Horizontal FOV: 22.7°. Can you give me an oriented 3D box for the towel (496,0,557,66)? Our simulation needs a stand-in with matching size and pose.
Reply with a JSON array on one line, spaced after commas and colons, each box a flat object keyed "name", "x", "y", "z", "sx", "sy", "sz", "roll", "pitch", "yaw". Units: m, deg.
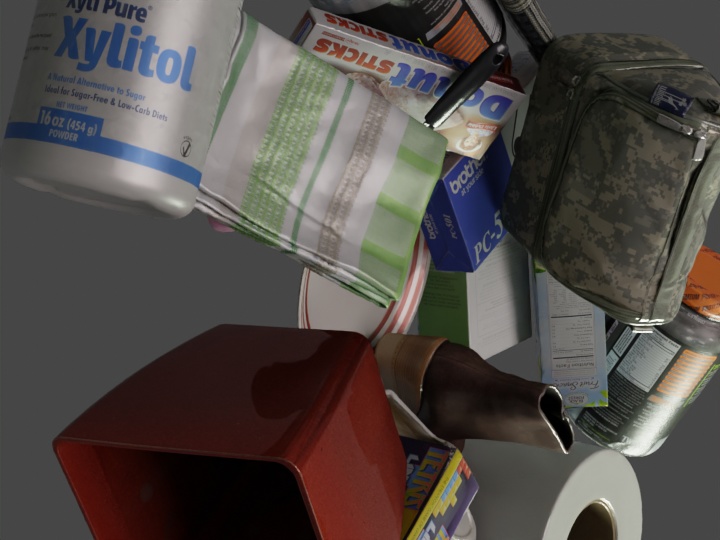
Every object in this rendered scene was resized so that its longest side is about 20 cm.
[{"name": "towel", "x": 0.113, "y": -0.251, "z": 1.478, "sx": 0.034, "sy": 0.201, "sz": 0.193, "roll": -34, "pitch": 138, "yaw": 7}]

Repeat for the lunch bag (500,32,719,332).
[{"name": "lunch bag", "x": 0.216, "y": -0.074, "z": 1.418, "sx": 0.138, "sy": 0.168, "sz": 0.201, "roll": -3, "pitch": 122, "yaw": -30}]

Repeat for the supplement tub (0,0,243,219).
[{"name": "supplement tub", "x": -0.150, "y": -0.143, "z": 1.163, "sx": 0.132, "sy": 0.131, "sz": 0.202, "roll": 18, "pitch": 83, "yaw": -54}]

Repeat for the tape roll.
[{"name": "tape roll", "x": 0.156, "y": 0.252, "z": 1.671, "sx": 0.202, "sy": 0.138, "sz": 0.204, "roll": -17, "pitch": 111, "yaw": -51}]

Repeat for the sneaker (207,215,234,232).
[{"name": "sneaker", "x": -0.031, "y": -0.084, "z": 1.374, "sx": 0.200, "sy": 0.095, "sz": 0.079, "roll": -41, "pitch": 126, "yaw": -43}]

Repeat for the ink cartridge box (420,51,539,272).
[{"name": "ink cartridge box", "x": 0.115, "y": -0.095, "z": 1.518, "sx": 0.200, "sy": 0.044, "sz": 0.094, "roll": -48, "pitch": 129, "yaw": -38}]

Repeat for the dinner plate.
[{"name": "dinner plate", "x": 0.000, "y": 0.000, "z": 1.479, "sx": 0.200, "sy": 0.024, "sz": 0.201, "roll": -36, "pitch": 134, "yaw": -48}]

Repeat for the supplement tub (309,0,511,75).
[{"name": "supplement tub", "x": 0.039, "y": -0.208, "z": 1.417, "sx": 0.200, "sy": 0.122, "sz": 0.123, "roll": 50, "pitch": 58, "yaw": -47}]

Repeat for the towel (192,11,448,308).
[{"name": "towel", "x": -0.033, "y": -0.080, "z": 1.291, "sx": 0.199, "sy": 0.031, "sz": 0.150, "roll": 28, "pitch": 70, "yaw": -24}]

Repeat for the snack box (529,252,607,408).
[{"name": "snack box", "x": 0.190, "y": 0.002, "z": 1.656, "sx": 0.169, "sy": 0.067, "sz": 0.201, "roll": -81, "pitch": 165, "yaw": -66}]

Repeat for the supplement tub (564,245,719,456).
[{"name": "supplement tub", "x": 0.292, "y": 0.075, "z": 1.767, "sx": 0.122, "sy": 0.123, "sz": 0.201, "roll": -18, "pitch": 145, "yaw": -51}]

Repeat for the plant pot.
[{"name": "plant pot", "x": -0.069, "y": 0.146, "z": 1.300, "sx": 0.177, "sy": 0.199, "sz": 0.201, "roll": -56, "pitch": 139, "yaw": -44}]

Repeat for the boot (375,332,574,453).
[{"name": "boot", "x": 0.104, "y": 0.133, "z": 1.535, "sx": 0.073, "sy": 0.165, "sz": 0.200, "roll": -59, "pitch": 149, "yaw": -23}]

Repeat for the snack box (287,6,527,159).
[{"name": "snack box", "x": 0.029, "y": -0.141, "z": 1.374, "sx": 0.199, "sy": 0.024, "sz": 0.072, "roll": 14, "pitch": 127, "yaw": -32}]

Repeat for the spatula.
[{"name": "spatula", "x": 0.046, "y": -0.098, "z": 1.376, "sx": 0.056, "sy": 0.021, "sz": 0.200, "roll": 25, "pitch": 109, "yaw": -45}]

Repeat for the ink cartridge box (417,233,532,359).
[{"name": "ink cartridge box", "x": 0.099, "y": -0.026, "z": 1.595, "sx": 0.104, "sy": 0.059, "sz": 0.202, "roll": -20, "pitch": 111, "yaw": -51}]

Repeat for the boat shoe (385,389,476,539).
[{"name": "boat shoe", "x": 0.052, "y": 0.171, "z": 1.516, "sx": 0.200, "sy": 0.069, "sz": 0.071, "roll": 53, "pitch": 41, "yaw": -27}]

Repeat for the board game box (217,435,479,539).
[{"name": "board game box", "x": -0.026, "y": 0.215, "z": 1.386, "sx": 0.201, "sy": 0.164, "sz": 0.057, "roll": -57, "pitch": 139, "yaw": -29}]
